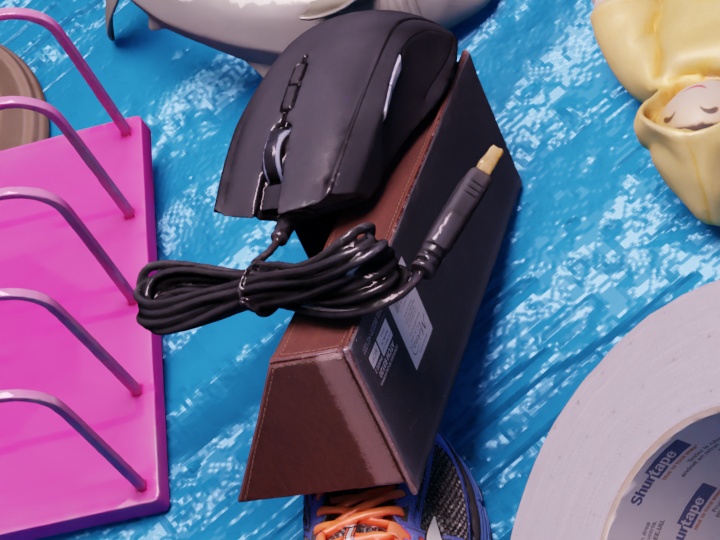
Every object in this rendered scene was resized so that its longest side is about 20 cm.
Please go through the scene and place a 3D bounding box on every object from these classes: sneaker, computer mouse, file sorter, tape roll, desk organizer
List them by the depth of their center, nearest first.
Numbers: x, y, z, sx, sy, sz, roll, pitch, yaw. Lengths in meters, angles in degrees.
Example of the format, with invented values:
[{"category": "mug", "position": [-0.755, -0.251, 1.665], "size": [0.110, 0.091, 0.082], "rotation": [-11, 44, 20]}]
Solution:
[{"category": "tape roll", "position": [0.137, 0.103, 0.674], "size": [0.200, 0.066, 0.200], "rotation": [-32, 47, 42]}, {"category": "sneaker", "position": [0.008, 0.120, 0.771], "size": [0.075, 0.078, 0.200], "rotation": [-19, 49, 12]}, {"category": "computer mouse", "position": [-0.001, -0.054, 0.792], "size": [0.140, 0.046, 0.200], "rotation": [-3, 37, 38]}, {"category": "desk organizer", "position": [0.000, 0.000, 0.826], "size": [0.077, 0.072, 0.200], "rotation": [-9, 34, 25]}, {"category": "file sorter", "position": [-0.175, 0.005, 0.894], "size": [0.139, 0.125, 0.200], "rotation": [-13, 59, 12]}]

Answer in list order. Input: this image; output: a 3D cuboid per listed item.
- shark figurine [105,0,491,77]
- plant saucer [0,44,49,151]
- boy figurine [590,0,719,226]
[{"category": "shark figurine", "position": [-0.050, -0.108, 0.968], "size": [0.214, 0.090, 0.128], "rotation": [6, 27, 21]}, {"category": "plant saucer", "position": [-0.254, -0.047, 1.055], "size": [0.200, 0.029, 0.200], "rotation": [-14, 53, 19]}, {"category": "boy figurine", "position": [0.152, -0.110, 0.872], "size": [0.124, 0.064, 0.200], "rotation": [4, 57, 26]}]
